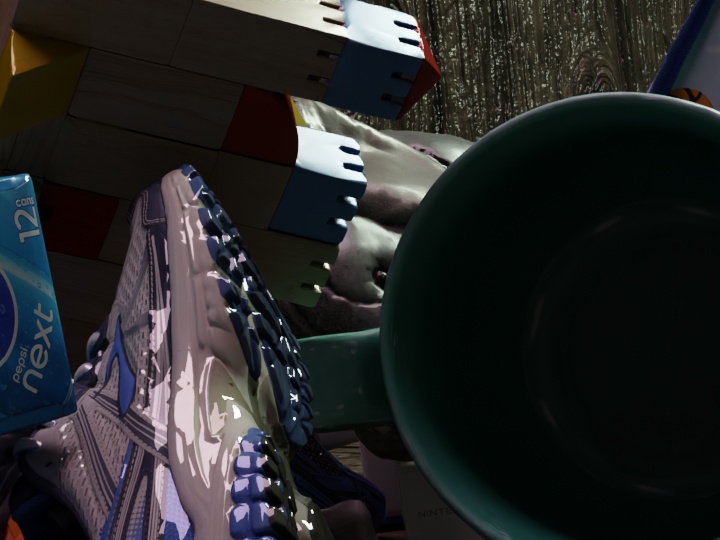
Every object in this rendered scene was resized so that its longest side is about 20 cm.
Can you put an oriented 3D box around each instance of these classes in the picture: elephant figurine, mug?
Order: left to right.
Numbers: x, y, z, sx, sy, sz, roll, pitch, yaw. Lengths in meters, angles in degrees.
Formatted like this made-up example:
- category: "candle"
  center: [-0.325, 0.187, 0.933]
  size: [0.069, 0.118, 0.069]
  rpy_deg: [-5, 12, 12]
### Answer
- category: "elephant figurine"
  center: [0.000, 0.000, 1.018]
  size: [0.154, 0.143, 0.200]
  rpy_deg: [-6, -2, 31]
- category: "mug"
  center: [0.080, 0.017, 0.854]
  size: [0.184, 0.153, 0.114]
  rpy_deg: [26, 4, 17]

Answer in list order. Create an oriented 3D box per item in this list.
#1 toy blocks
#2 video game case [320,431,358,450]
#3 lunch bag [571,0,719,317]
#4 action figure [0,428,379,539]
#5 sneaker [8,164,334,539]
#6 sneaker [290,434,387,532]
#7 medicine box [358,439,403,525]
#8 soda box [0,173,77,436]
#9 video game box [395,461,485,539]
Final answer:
- category: "toy blocks"
  center: [-0.062, -0.034, 0.843]
  size: [0.136, 0.201, 0.100]
  rpy_deg: [13, 35, -18]
- category: "video game case"
  center: [-0.130, 0.097, 1.320]
  size: [0.181, 0.046, 0.200]
  rpy_deg: [-5, -12, -42]
- category: "lunch bag"
  center: [0.178, -0.066, 0.981]
  size: [0.123, 0.201, 0.170]
  rpy_deg: [25, 0, 11]
- category: "action figure"
  center: [-0.083, 0.067, 0.854]
  size: [0.193, 0.105, 0.200]
  rpy_deg: [14, 25, 34]
- category: "sneaker"
  center: [-0.061, 0.045, 0.727]
  size: [0.085, 0.077, 0.201]
  rpy_deg: [-21, 37, 8]
- category: "sneaker"
  center: [-0.057, 0.041, 1.103]
  size: [0.079, 0.200, 0.075]
  rpy_deg: [-52, 18, -21]
- category: "medicine box"
  center: [0.094, 0.052, 1.246]
  size: [0.181, 0.104, 0.200]
  rpy_deg: [-7, -1, 6]
- category: "soda box"
  center: [-0.176, 0.024, 0.732]
  size: [0.199, 0.068, 0.064]
  rpy_deg: [-10, 3, 37]
- category: "video game box"
  center: [0.112, 0.077, 1.043]
  size: [0.181, 0.047, 0.200]
  rpy_deg: [-6, -1, 6]
